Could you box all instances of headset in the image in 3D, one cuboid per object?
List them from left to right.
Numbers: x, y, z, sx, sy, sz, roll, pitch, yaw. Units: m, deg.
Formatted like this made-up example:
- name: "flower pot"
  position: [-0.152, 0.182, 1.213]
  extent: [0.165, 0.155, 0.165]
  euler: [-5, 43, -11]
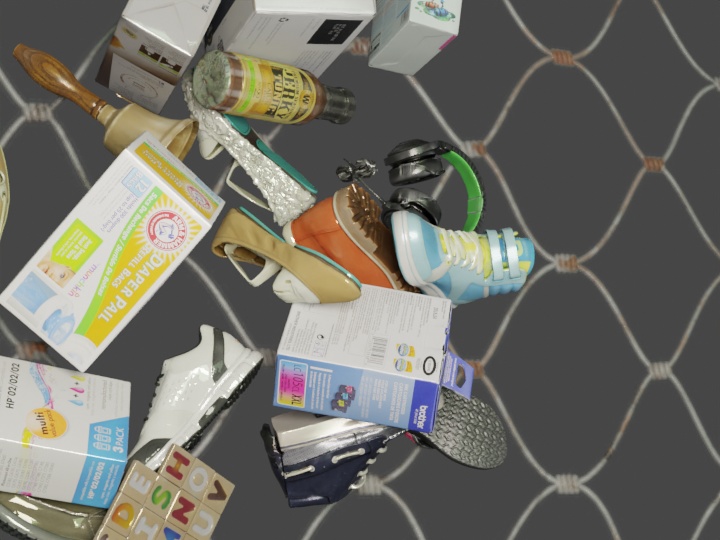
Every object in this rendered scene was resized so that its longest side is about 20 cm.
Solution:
- name: "headset"
  position: [0.064, -0.092, 1.390]
  extent: [0.198, 0.094, 0.125]
  euler: [11, 76, -30]

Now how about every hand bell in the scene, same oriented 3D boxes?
- name: "hand bell"
  position: [-0.277, -0.170, 1.295]
  extent: [0.199, 0.104, 0.105]
  euler: [36, 70, 3]

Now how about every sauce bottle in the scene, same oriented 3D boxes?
- name: "sauce bottle"
  position: [-0.086, -0.190, 1.335]
  extent: [0.199, 0.064, 0.066]
  euler: [1, 79, -46]

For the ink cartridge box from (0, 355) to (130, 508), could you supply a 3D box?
- name: "ink cartridge box"
  position: [-0.324, 0.147, 1.187]
  extent: [0.198, 0.068, 0.116]
  euler: [13, 33, -18]

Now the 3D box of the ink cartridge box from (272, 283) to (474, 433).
- name: "ink cartridge box"
  position: [0.020, 0.086, 1.287]
  extent: [0.197, 0.077, 0.137]
  euler: [9, 38, 5]

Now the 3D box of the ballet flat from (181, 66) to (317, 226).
- name: "ballet flat"
  position: [-0.132, -0.126, 1.342]
  extent: [0.200, 0.072, 0.072]
  euler: [46, 69, -6]

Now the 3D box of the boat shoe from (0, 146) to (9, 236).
- name: "boat shoe"
  position: [-0.385, -0.049, 1.230]
  extent: [0.072, 0.063, 0.203]
  euler: [10, 78, -19]

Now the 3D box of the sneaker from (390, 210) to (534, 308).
- name: "sneaker"
  position: [0.113, -0.023, 1.327]
  extent: [0.129, 0.200, 0.080]
  euler: [-13, 69, 16]

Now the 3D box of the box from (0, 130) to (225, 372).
- name: "box"
  position: [-0.238, -0.020, 1.211]
  extent: [0.112, 0.101, 0.200]
  euler: [40, 103, -9]

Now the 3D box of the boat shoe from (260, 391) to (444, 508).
- name: "boat shoe"
  position: [-0.003, 0.185, 1.320]
  extent: [0.198, 0.075, 0.094]
  euler: [-12, 105, -8]

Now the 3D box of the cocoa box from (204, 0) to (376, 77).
- name: "cocoa box"
  position: [-0.082, -0.294, 1.313]
  extent: [0.132, 0.200, 0.133]
  euler: [-3, 80, -21]

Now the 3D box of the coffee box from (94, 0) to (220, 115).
- name: "coffee box"
  position: [-0.199, -0.248, 1.261]
  extent: [0.079, 0.200, 0.115]
  euler: [27, 72, -12]

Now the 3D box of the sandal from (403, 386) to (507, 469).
- name: "sandal"
  position: [0.071, 0.159, 1.381]
  extent: [0.198, 0.045, 0.076]
  euler: [23, 69, 0]

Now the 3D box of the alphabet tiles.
- name: "alphabet tiles"
  position: [-0.196, 0.279, 1.214]
  extent: [0.167, 0.007, 0.201]
  euler: [44, 63, -42]

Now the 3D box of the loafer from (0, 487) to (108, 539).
- name: "loafer"
  position: [-0.276, 0.243, 1.220]
  extent: [0.199, 0.075, 0.070]
  euler: [29, 68, -24]

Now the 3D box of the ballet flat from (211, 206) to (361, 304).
- name: "ballet flat"
  position: [-0.080, -0.001, 1.291]
  extent: [0.063, 0.199, 0.069]
  euler: [-51, 140, -11]

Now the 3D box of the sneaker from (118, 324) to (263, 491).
- name: "sneaker"
  position: [-0.189, 0.141, 1.276]
  extent: [0.080, 0.074, 0.200]
  euler: [39, 65, 5]

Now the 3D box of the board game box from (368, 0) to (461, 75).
- name: "board game box"
  position: [0.067, -0.341, 1.406]
  extent: [0.064, 0.147, 0.203]
  euler: [10, 78, -17]

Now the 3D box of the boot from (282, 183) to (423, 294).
- name: "boot"
  position: [0.000, 0.000, 1.366]
  extent: [0.200, 0.106, 0.075]
  euler: [51, 29, -29]
